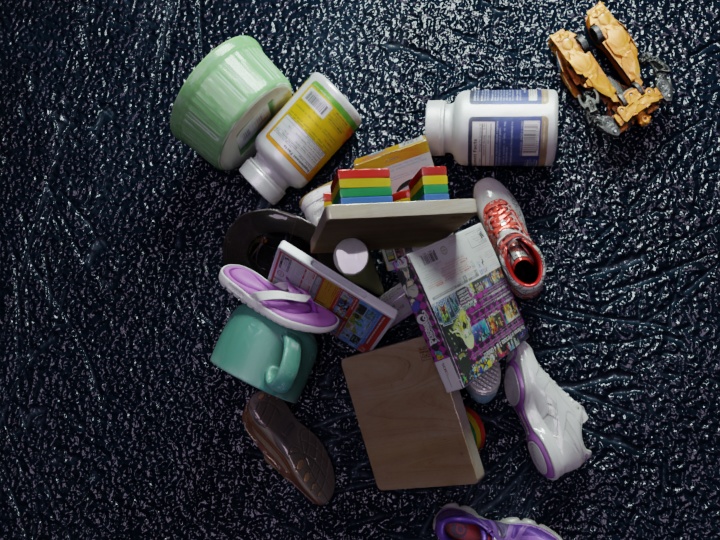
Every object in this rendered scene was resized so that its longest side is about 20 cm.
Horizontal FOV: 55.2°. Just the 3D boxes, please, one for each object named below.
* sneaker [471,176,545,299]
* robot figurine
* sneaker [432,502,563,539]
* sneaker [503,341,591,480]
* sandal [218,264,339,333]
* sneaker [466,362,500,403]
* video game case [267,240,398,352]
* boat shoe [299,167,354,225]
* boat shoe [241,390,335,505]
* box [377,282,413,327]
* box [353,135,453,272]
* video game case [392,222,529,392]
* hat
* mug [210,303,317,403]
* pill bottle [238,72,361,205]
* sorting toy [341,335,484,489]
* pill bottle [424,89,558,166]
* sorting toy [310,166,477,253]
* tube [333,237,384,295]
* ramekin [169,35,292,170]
[{"bbox_3d":[0.224,-0.058,1.032,0.066,0.108,0.207,-21,80,7],"label":"sneaker"},{"bbox_3d":[0.383,-0.301,1.058,0.143,0.058,0.203,-31,78,6],"label":"robot figurine"},{"bbox_3d":[0.198,0.399,0.993,0.194,0.083,0.083,9,85,11],"label":"sneaker"},{"bbox_3d":[0.276,0.198,1.021,0.097,0.075,0.205,-14,77,-15],"label":"sneaker"},{"bbox_3d":[-0.122,0.034,1.009,0.198,0.083,0.051,23,118,11],"label":"sandal"},{"bbox_3d":[0.168,0.104,1.046,0.071,0.083,0.205,-1,59,2],"label":"sneaker"},{"bbox_3d":[-0.050,0.046,1.041,0.197,0.144,0.018,32,57,0],"label":"video game case"},{"bbox_3d":[-0.002,-0.123,1.106,0.196,0.071,0.071,-28,79,16],"label":"boat shoe"},{"bbox_3d":[-0.114,0.281,1.081,0.071,0.075,0.202,-37,87,41],"label":"boat shoe"},{"bbox_3d":[0.093,0.028,1.067,0.197,0.039,0.042,-34,115,9],"label":"box"},{"bbox_3d":[0.074,-0.091,1.065,0.116,0.042,0.205,-16,113,7],"label":"box"},{"bbox_3d":[0.144,0.043,0.945,0.035,0.198,0.185,-25,88,41],"label":"video game case"},{"bbox_3d":[-0.117,-0.035,1.103,0.194,0.082,0.205,5,128,6],"label":"hat"},{"bbox_3d":[-0.128,0.122,1.048,0.182,0.152,0.117,20,81,33],"label":"mug"},{"bbox_3d":[-0.101,-0.207,1.111,0.111,0.111,0.200,44,93,13],"label":"pill bottle"},{"bbox_3d":[0.084,0.203,1.003,0.198,0.069,0.204,-21,84,45],"label":"sorting toy"},{"bbox_3d":[0.199,-0.218,1.055,0.194,0.111,0.115,2,83,11],"label":"pill bottle"},{"bbox_3d":[0.034,-0.083,0.947,0.194,0.199,0.072,-4,80,-11],"label":"sorting toy"},{"bbox_3d":[0.000,0.000,1.021,0.050,0.200,0.060,-7,80,6],"label":"tube"},{"bbox_3d":[-0.199,-0.258,1.097,0.097,0.200,0.201,41,92,5],"label":"ramekin"}]
